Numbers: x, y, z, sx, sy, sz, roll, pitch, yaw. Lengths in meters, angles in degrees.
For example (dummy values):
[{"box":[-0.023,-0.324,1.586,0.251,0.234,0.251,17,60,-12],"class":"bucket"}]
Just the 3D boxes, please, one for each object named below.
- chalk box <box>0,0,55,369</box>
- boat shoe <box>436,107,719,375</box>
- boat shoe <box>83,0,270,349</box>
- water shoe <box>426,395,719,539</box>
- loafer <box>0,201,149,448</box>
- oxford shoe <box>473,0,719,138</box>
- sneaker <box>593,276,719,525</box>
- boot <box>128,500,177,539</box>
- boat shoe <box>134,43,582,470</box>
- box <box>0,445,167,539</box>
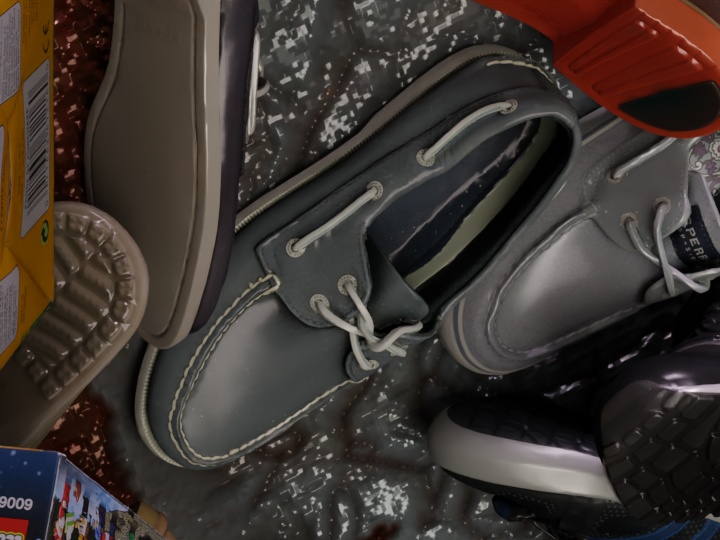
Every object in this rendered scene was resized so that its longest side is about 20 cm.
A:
[{"box":[-0.200,-0.036,0.735,0.200,0.124,0.125,5,109,5],"class":"chalk box"},{"box":[0.116,-0.028,0.929,0.201,0.072,0.070,-39,120,-5],"class":"boat shoe"},{"box":[-0.049,-0.066,0.841,0.063,0.073,0.200,-17,125,-37],"class":"boat shoe"},{"box":[0.108,0.107,0.976,0.200,0.071,0.079,16,100,-28],"class":"water shoe"},{"box":[-0.145,0.054,0.844,0.200,0.068,0.076,-38,86,10],"class":"loafer"},{"box":[0.064,-0.132,0.882,0.200,0.071,0.073,41,53,-22],"class":"oxford shoe"},{"box":[0.135,0.041,0.934,0.076,0.088,0.200,-42,152,25],"class":"sneaker"},{"box":[-0.036,0.200,0.868,0.200,0.066,0.175,30,68,-16],"class":"boot"},{"box":[0.000,0.000,0.894,0.200,0.062,0.073,-44,121,-3],"class":"boat shoe"},{"box":[-0.164,0.079,0.741,0.200,0.137,0.038,4,72,14],"class":"box"}]
